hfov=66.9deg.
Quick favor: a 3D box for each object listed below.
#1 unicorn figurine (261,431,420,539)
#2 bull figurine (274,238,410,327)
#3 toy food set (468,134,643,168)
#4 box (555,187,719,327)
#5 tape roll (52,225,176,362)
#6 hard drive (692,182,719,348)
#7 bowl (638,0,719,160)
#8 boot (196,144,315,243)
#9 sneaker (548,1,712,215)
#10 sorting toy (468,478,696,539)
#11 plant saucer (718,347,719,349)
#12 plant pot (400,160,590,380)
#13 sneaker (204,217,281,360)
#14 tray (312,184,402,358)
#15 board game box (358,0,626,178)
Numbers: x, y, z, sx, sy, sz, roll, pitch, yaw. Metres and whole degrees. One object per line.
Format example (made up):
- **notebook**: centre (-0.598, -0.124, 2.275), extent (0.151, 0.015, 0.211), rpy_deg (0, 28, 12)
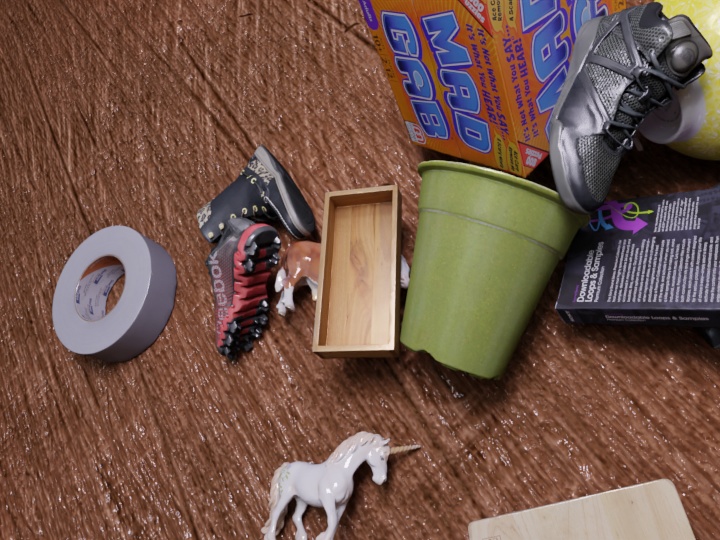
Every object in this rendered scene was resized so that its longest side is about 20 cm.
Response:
- **unicorn figurine**: centre (-0.040, 0.257, 0.628), extent (0.194, 0.074, 0.142), rpy_deg (-5, 59, 27)
- **bull figurine**: centre (-0.027, 0.019, 0.713), extent (0.195, 0.066, 0.124), rpy_deg (16, 66, 29)
- **toy food set**: centre (0.226, -0.168, 0.671), extent (0.194, 0.061, 0.147), rpy_deg (-13, 43, 22)
- **box**: centre (0.307, -0.013, 0.548), extent (0.196, 0.036, 0.146), rpy_deg (-2, 53, 43)
- **tape roll**: centre (-0.389, 0.037, 0.864), extent (0.193, 0.066, 0.208), rpy_deg (-8, 68, 19)
- **hard drive**: centre (0.388, -0.033, 0.541), extent (0.198, 0.033, 0.141), rpy_deg (-37, 37, 12)
- **bowl**: centre (0.338, -0.192, 0.553), extent (0.105, 0.202, 0.203), rpy_deg (-28, 62, -5)
- **boot**: centre (-0.156, -0.077, 0.797), extent (0.153, 0.073, 0.205), rpy_deg (-40, 47, 7)
- **sneaker**: centre (0.240, -0.153, 0.492), extent (0.113, 0.075, 0.206), rpy_deg (-1, 67, 59)
- **sorting toy**: centre (0.221, 0.321, 0.500), extent (0.193, 0.070, 0.206), rpy_deg (-19, 65, 15)
- **plant saucer**: centre (0.445, 0.018, 0.541), extent (0.193, 0.027, 0.208), rpy_deg (-8, 68, 21)
- **plant pot**: centre (0.126, 0.008, 0.602), extent (0.195, 0.199, 0.196), rpy_deg (19, 90, 27)
- **sneaker**: centre (-0.170, 0.019, 0.744), extent (0.097, 0.070, 0.206), rpy_deg (32, 117, 32)
- **tray**: centre (0.000, 0.000, 0.658), extent (0.095, 0.037, 0.207), rpy_deg (-4, 66, 16)
- **board game box**: centre (0.152, -0.268, 0.613), extent (0.199, 0.202, 0.198), rpy_deg (-42, 40, -15)
